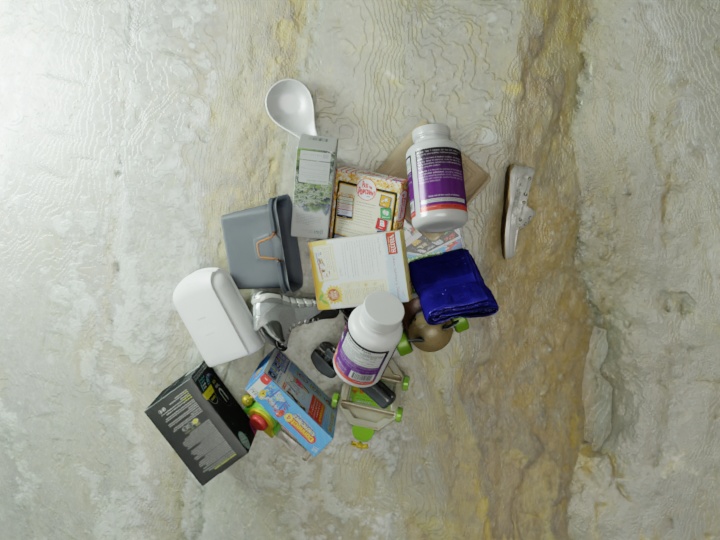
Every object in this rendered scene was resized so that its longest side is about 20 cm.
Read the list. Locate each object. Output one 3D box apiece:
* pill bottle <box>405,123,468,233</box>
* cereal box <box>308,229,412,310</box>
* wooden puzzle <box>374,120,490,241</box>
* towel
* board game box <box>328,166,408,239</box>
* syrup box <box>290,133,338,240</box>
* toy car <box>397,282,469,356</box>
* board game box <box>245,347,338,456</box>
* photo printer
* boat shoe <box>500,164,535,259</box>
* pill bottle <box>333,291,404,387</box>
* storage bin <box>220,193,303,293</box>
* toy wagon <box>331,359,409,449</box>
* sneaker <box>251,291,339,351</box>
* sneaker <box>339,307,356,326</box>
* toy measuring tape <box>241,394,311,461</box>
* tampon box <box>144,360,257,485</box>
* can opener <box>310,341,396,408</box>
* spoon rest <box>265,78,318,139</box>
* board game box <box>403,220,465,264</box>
[{"bbox_3d":[0.150,-0.182,1.560,0.111,0.112,0.202,-4,79,0],"label":"pill bottle"},{"bbox_3d":[0.000,0.000,1.597,0.198,0.040,0.145,-6,96,17],"label":"cereal box"},{"bbox_3d":[0.142,-0.184,1.643,0.200,0.046,0.185,41,86,12],"label":"wooden puzzle"},{"bbox_3d":[0.183,0.027,1.592,0.146,0.200,0.050,-9,123,-5],"label":"towel"},{"bbox_3d":[0.013,-0.102,1.627,0.150,0.046,0.202,15,110,21],"label":"board game box"},{"bbox_3d":[-0.095,-0.169,1.615,0.078,0.082,0.201,6,120,0],"label":"syrup box"},{"bbox_3d":[0.137,0.104,1.622,0.163,0.200,0.159,-23,97,3],"label":"toy car"},{"bbox_3d":[-0.138,0.269,1.643,0.056,0.200,0.196,-44,95,7],"label":"board game box"},{"bbox_3d":[-0.304,0.094,1.649,0.166,0.069,0.201,-20,100,44],"label":"photo printer"},{"bbox_3d":[0.336,-0.121,1.659,0.069,0.071,0.202,5,96,1],"label":"boat shoe"},{"bbox_3d":[0.020,0.135,1.569,0.111,0.112,0.201,20,136,-3],"label":"pill bottle"},{"bbox_3d":[-0.210,-0.047,1.641,0.133,0.146,0.202,-8,98,11],"label":"storage bin"},{"bbox_3d":[0.017,0.283,1.688,0.154,0.040,0.202,12,74,5],"label":"toy wagon"},{"bbox_3d":[-0.139,0.115,1.649,0.199,0.075,0.117,9,72,-26],"label":"sneaker"},{"bbox_3d":[-0.007,0.090,1.675,0.073,0.087,0.201,-18,96,3],"label":"sneaker"},{"bbox_3d":[-0.179,0.338,1.713,0.200,0.074,0.074,41,95,-3],"label":"toy measuring tape"},{"bbox_3d":[-0.333,0.320,1.674,0.126,0.150,0.201,-35,96,5],"label":"tampon box"},{"bbox_3d":[-0.019,0.227,1.667,0.200,0.053,0.067,41,108,12],"label":"can opener"},{"bbox_3d":[-0.120,-0.306,1.639,0.099,0.061,0.201,-34,97,4],"label":"spoon rest"},{"bbox_3d":[0.115,-0.081,1.681,0.198,0.035,0.127,-12,96,1],"label":"board game box"}]
